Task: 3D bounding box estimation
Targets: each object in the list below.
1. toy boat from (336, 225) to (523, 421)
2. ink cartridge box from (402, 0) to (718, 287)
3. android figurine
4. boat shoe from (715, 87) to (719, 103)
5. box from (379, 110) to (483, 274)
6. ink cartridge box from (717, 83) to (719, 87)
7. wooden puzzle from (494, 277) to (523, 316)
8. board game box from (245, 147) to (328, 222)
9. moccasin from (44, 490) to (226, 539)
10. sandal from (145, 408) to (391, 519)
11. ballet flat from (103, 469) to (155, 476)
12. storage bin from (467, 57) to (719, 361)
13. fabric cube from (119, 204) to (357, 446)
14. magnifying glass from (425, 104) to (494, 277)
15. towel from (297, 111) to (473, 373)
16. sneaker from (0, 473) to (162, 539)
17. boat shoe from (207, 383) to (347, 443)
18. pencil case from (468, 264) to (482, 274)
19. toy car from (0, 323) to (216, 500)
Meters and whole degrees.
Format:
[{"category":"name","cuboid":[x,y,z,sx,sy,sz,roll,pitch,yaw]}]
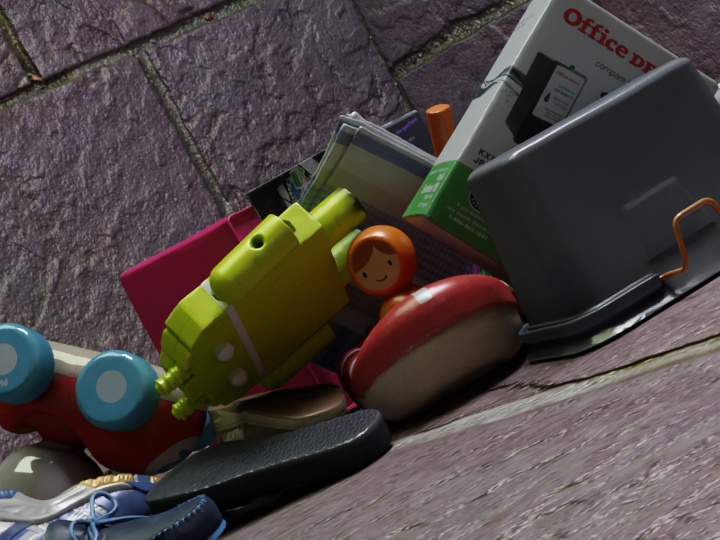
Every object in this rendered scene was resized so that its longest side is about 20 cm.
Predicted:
[{"category":"toy boat","cuboid":[0.034,0.028,1.209,0.130,0.131,0.200,-30,3,-8]},{"category":"ink cartridge box","cuboid":[0.147,-0.087,1.221,0.200,0.146,0.083,-60,8,-5]},{"category":"android figurine","cuboid":[-0.070,0.029,1.222,0.200,0.041,0.182,-42,-26,-15]},{"category":"boat shoe","cuboid":[0.199,-0.092,1.334,0.200,0.074,0.065,-34,-5,28]},{"category":"box","cuboid":[0.036,-0.034,1.623,0.106,0.200,0.122,-30,2,-36]},{"category":"ink cartridge box","cuboid":[0.354,-0.135,1.472,0.146,0.085,0.200,-30,1,-23]},{"category":"wooden puzzle","cuboid":[0.190,-0.015,1.394,0.200,0.046,0.185,-33,-1,40]},{"category":"board game box","cuboid":[0.000,0.000,1.354,0.105,0.200,0.023,-28,4,5]},{"category":"moccasin","cuboid":[-0.185,0.192,1.070,0.200,0.068,0.080,-29,3,-2]},{"category":"sandal","cuboid":[-0.067,0.145,1.141,0.200,0.043,0.076,-16,16,32]},{"category":"ballet flat","cuboid":[-0.260,0.227,1.410,0.200,0.068,0.075,-24,-20,-12]},{"category":"storage bin","cuboid":[0.177,-0.047,1.111,0.200,0.134,0.146,-31,3,-17]},{"category":"fabric cube","cuboid":[-0.055,0.026,1.492,0.200,0.196,0.199,-30,3,-39]},{"category":"magnifying glass","cuboid":[0.089,-0.052,1.516,0.022,0.200,0.080,3,24,34]},{"category":"towel","cuboid":[0.007,-0.010,1.303,0.200,0.147,0.024,-61,10,21]},{"category":"sneaker","cuboid":[-0.211,0.204,1.207,0.200,0.088,0.075,-5,-33,-33]},{"category":"boat shoe","cuboid":[-0.057,0.124,1.253,0.073,0.063,0.200,-14,0,-20]},{"category":"pencil case","cuboid":[0.111,-0.042,1.455,0.085,0.093,0.200,-3,16,35]},{"category":"toy car","cuboid":[-0.224,0.163,1.328,0.177,0.200,0.184,13,-8,16]}]
